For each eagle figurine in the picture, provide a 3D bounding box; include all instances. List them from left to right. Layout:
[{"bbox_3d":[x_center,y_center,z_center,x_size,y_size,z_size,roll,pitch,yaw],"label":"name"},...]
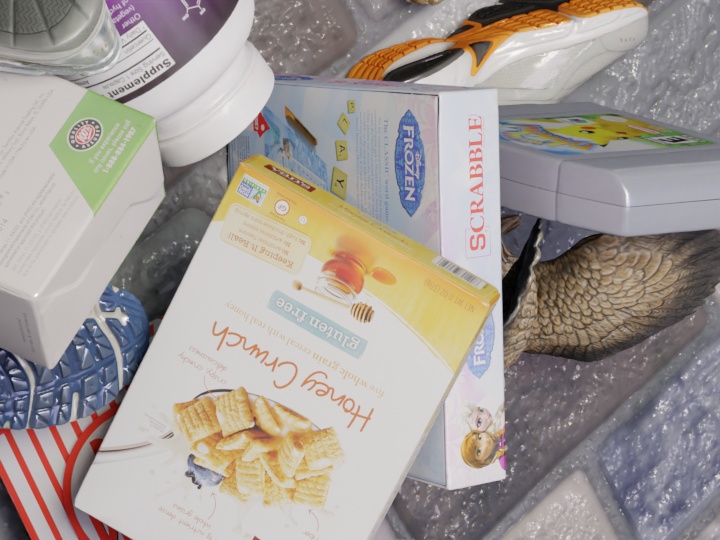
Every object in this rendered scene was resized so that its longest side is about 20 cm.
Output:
[{"bbox_3d":[0.085,0.015,1.452,0.151,0.199,0.152,40,74,-34],"label":"eagle figurine"}]

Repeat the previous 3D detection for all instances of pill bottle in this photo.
[{"bbox_3d":[-0.130,-0.151,1.338,0.113,0.112,0.200,-49,120,-20],"label":"pill bottle"}]

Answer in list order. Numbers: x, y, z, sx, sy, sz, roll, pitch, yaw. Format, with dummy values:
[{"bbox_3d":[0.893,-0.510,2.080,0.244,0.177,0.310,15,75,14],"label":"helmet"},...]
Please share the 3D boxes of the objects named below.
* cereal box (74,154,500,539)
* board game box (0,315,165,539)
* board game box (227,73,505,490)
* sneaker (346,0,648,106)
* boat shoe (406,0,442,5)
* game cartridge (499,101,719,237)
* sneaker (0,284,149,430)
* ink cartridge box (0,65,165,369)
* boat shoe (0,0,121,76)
[{"bbox_3d":[-0.038,0.064,1.311,0.143,0.040,0.201,28,104,6],"label":"cereal box"},{"bbox_3d":[-0.095,0.128,1.396,0.151,0.046,0.201,-23,110,2],"label":"board game box"},{"bbox_3d":[0.000,0.000,1.394,0.041,0.199,0.202,-7,101,-34],"label":"board game box"},{"bbox_3d":[0.083,-0.100,1.525,0.199,0.076,0.093,-22,115,-23],"label":"sneaker"},{"bbox_3d":[0.067,-0.214,1.431,0.072,0.076,0.201,-52,165,-40],"label":"boat shoe"},{"bbox_3d":[0.118,-0.057,1.397,0.132,0.200,0.041,-10,107,-31],"label":"game cartridge"},{"bbox_3d":[-0.205,0.042,1.315,0.199,0.085,0.078,-14,108,-18],"label":"sneaker"},{"bbox_3d":[-0.208,-0.049,1.274,0.118,0.199,0.067,-58,163,-27],"label":"ink cartridge box"},{"bbox_3d":[-0.210,-0.134,1.259,0.065,0.200,0.075,64,41,-68],"label":"boat shoe"}]
